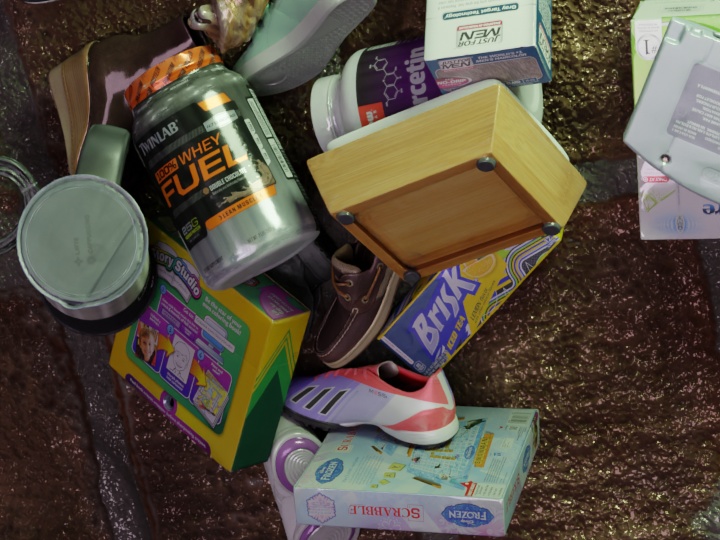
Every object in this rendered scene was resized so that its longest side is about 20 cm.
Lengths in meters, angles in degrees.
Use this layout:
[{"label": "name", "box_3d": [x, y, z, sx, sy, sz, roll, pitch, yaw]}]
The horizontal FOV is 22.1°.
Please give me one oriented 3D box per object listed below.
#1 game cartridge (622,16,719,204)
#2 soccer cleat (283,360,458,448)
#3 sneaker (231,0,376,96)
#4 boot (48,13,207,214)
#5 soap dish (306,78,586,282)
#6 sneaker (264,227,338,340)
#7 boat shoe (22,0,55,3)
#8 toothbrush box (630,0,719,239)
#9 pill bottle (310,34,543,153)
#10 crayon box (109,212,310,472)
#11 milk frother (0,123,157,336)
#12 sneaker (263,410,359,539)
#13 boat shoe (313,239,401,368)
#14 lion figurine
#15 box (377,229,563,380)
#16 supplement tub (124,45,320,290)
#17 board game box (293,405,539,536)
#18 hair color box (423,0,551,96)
[{"label": "game cartridge", "box_3d": [0.331, -0.118, 1.568, 0.198, 0.041, 0.134, 23, 109, 4]}, {"label": "soccer cleat", "box_3d": [0.004, 0.116, 1.778, 0.198, 0.068, 0.074, 9, 118, 32]}, {"label": "sneaker", "box_3d": [-0.066, -0.250, 1.717, 0.200, 0.073, 0.119, -38, 63, 41]}, {"label": "boot", "box_3d": [-0.204, -0.132, 1.782, 0.165, 0.072, 0.202, -15, 101, 22]}, {"label": "soap dish", "box_3d": [0.076, -0.072, 1.614, 0.198, 0.082, 0.157, -20, 140, 28]}, {"label": "sneaker", "box_3d": [-0.094, -0.025, 1.797, 0.104, 0.060, 0.200, -35, 99, 20]}, {"label": "boat shoe", "box_3d": [-0.257, -0.308, 1.741, 0.198, 0.062, 0.075, -21, 102, 21]}, {"label": "toothbrush box", "box_3d": [0.317, -0.136, 1.631, 0.144, 0.086, 0.202, 0, 110, 15]}, {"label": "pill bottle", "box_3d": [0.059, -0.156, 1.674, 0.198, 0.112, 0.114, -10, 106, 23]}, {"label": "crayon box", "box_3d": [-0.150, 0.066, 1.793, 0.199, 0.058, 0.174, 37, 122, 33]}, {"label": "milk frother", "box_3d": [-0.292, -0.035, 1.690, 0.197, 0.188, 0.183, -7, 80, -5]}, {"label": "sneaker", "box_3d": [-0.053, 0.217, 1.872, 0.074, 0.100, 0.202, -19, 127, -10]}, {"label": "boat shoe", "box_3d": [0.000, 0.000, 1.760, 0.071, 0.072, 0.201, 21, 113, -29]}, {"label": "lion figurine", "box_3d": [-0.112, -0.308, 1.677, 0.072, 0.202, 0.123, 6, 155, -7]}, {"label": "box", "box_3d": [0.105, 0.008, 1.749, 0.070, 0.064, 0.200, 39, 115, -5]}, {"label": "supplement tub", "box_3d": [-0.130, -0.095, 1.688, 0.122, 0.122, 0.201, -31, 84, 23]}, {"label": "board game box", "box_3d": [0.058, 0.185, 1.753, 0.197, 0.200, 0.042, 2, 110, 16]}, {"label": "hair color box", "box_3d": [0.112, -0.255, 1.592, 0.099, 0.202, 0.061, -6, 151, 18]}]
